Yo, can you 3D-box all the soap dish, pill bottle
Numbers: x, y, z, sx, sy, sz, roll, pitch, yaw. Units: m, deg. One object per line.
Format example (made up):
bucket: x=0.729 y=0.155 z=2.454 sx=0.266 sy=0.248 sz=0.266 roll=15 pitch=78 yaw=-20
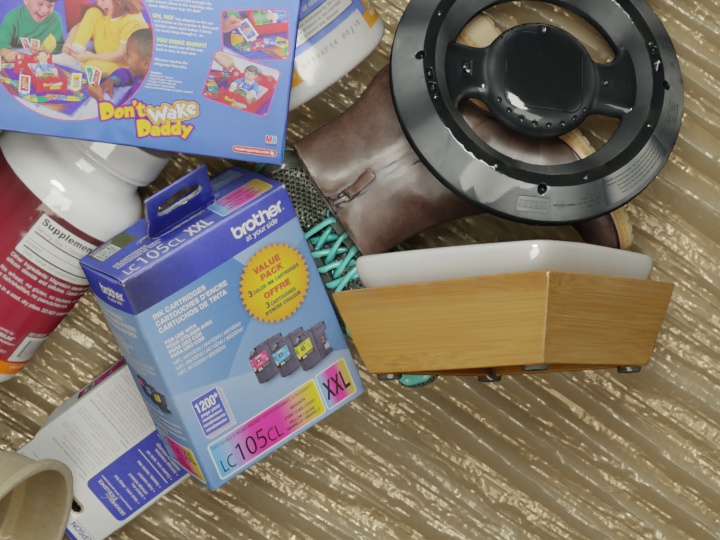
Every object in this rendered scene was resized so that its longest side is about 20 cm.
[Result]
soap dish: x=0.098 y=0.029 z=1.486 sx=0.156 sy=0.200 sz=0.082 roll=-6 pitch=85 yaw=30
pill bottle: x=-0.081 y=-0.208 z=1.479 sx=0.112 sy=0.112 sz=0.201 roll=-31 pitch=105 yaw=11
pill bottle: x=-0.223 y=-0.030 z=1.540 sx=0.113 sy=0.113 sz=0.200 roll=38 pitch=104 yaw=-11

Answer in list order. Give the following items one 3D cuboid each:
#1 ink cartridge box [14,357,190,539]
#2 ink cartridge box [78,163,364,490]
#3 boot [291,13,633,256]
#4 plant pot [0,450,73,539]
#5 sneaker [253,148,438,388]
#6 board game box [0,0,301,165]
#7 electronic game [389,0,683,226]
ink cartridge box: x=-0.151 y=0.109 z=1.626 sx=0.200 sy=0.037 sz=0.095 roll=-37 pitch=105 yaw=10
ink cartridge box: x=-0.097 y=0.024 z=1.516 sx=0.136 sy=0.076 sz=0.201 roll=-33 pitch=116 yaw=-21
boot: x=0.070 y=-0.055 z=1.533 sx=0.166 sy=0.072 sz=0.200 roll=-38 pitch=89 yaw=-4
plant pot: x=-0.331 y=0.175 z=1.571 sx=0.183 sy=0.200 sz=0.201 roll=30 pitch=108 yaw=15
sneaker: x=0.000 y=0.000 z=1.557 sx=0.077 sy=0.091 sz=0.200 roll=-39 pitch=103 yaw=12
board game box: x=-0.138 y=-0.147 z=1.415 sx=0.198 sy=0.045 sz=0.135 roll=8 pitch=111 yaw=-2
electronic game: x=0.117 y=-0.124 z=1.489 sx=0.198 sy=0.042 sz=0.201 roll=4 pitch=69 yaw=-10
